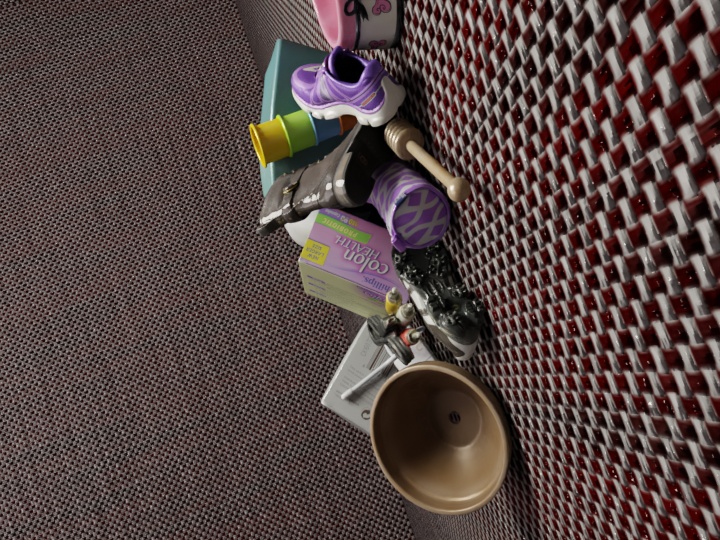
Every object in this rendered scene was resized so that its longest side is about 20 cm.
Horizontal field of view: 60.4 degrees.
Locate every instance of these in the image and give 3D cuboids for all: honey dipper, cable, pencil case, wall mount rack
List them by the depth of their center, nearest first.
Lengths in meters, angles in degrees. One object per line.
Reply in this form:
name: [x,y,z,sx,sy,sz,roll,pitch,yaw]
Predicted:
honey dipper: [0.072,-0.121,0.687,0.201,0.037,0.039,-117,11,-56]
pencil case: [0.049,-0.094,0.805,0.083,0.086,0.201,33,-167,-24]
cable: [0.051,0.090,0.895,0.200,0.049,0.099,108,138,-77]
wall mount rack: [0.071,0.189,0.965,0.202,0.174,0.074,52,-150,16]

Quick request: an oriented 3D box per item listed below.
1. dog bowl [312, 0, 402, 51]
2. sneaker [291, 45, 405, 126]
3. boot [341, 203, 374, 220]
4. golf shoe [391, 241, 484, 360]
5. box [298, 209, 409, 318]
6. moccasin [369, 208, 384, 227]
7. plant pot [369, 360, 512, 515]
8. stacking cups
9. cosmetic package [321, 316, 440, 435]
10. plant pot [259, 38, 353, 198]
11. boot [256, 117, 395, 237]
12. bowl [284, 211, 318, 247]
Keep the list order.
dog bowl: [-0.019,-0.357,0.730,0.200,0.072,0.206,160,91,-83]
sneaker: [-0.025,-0.241,0.762,0.198,0.081,0.084,22,159,47]
boot: [-0.016,-0.145,1.088,0.169,0.074,0.207,104,167,-73]
golf shoe: [0.095,0.033,0.815,0.202,0.076,0.096,-114,9,-45]
box: [0.000,0.000,0.994,0.200,0.171,0.099,97,-165,-75]
moccasin: [0.017,-0.038,1.165,0.205,0.072,0.078,67,149,29]
plant pot: [0.118,0.217,0.851,0.092,0.197,0.207,-20,-88,-60]
stacking cups: [-0.052,-0.201,0.854,0.062,0.195,0.060,69,165,0]
cosmetic package: [0.035,0.205,1.104,0.162,0.168,0.200,31,168,3]
plant pot: [-0.083,-0.208,0.941,0.141,0.137,0.207,164,114,-72]
boot: [-0.048,-0.136,0.816,0.070,0.171,0.203,51,-132,-29]
bowl: [-0.094,-0.146,1.107,0.200,0.072,0.206,115,162,-80]
